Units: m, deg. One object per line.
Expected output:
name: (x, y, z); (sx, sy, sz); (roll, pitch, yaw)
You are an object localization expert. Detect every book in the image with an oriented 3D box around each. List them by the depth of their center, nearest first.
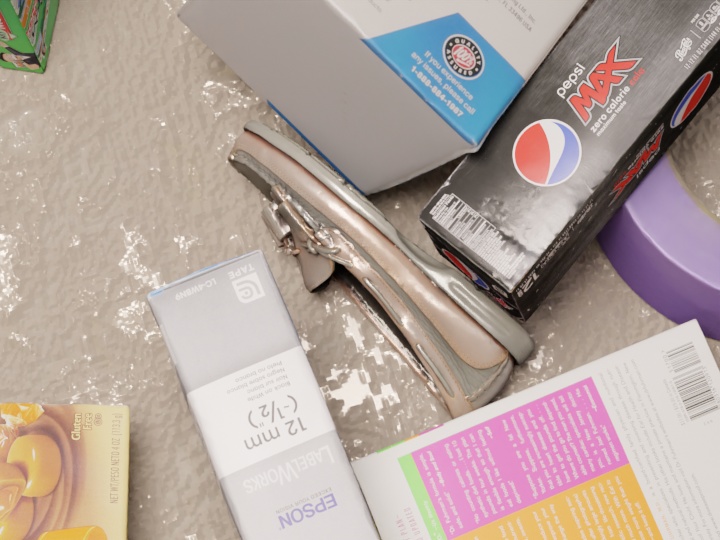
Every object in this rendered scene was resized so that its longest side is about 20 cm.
book: (0.109, 0.123, 0.883); (0.198, 0.048, 0.135); (-21, 81, -7)

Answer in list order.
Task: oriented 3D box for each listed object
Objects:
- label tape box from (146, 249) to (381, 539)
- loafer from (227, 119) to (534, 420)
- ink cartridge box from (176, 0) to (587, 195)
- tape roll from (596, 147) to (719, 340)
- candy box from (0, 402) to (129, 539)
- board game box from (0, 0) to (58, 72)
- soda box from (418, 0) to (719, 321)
label tape box: (-0.036, 0.108, 0.845); (0.065, 0.143, 0.202); (-20, 74, -6)
loafer: (0.000, 0.000, 0.918); (0.199, 0.072, 0.063); (38, 86, 8)
ink cartridge box: (0.035, -0.170, 0.884); (0.147, 0.144, 0.201); (42, 70, -11)
tape roll: (0.222, -0.066, 0.925); (0.197, 0.085, 0.202); (0, 74, 0)
candy box: (-0.173, 0.165, 0.843); (0.114, 0.055, 0.202); (2, 58, -8)
board game box: (-0.183, -0.230, 0.951); (0.029, 0.135, 0.202); (7, 73, 3)
soda box: (0.118, -0.075, 0.849); (0.063, 0.071, 0.200); (39, 86, 18)
